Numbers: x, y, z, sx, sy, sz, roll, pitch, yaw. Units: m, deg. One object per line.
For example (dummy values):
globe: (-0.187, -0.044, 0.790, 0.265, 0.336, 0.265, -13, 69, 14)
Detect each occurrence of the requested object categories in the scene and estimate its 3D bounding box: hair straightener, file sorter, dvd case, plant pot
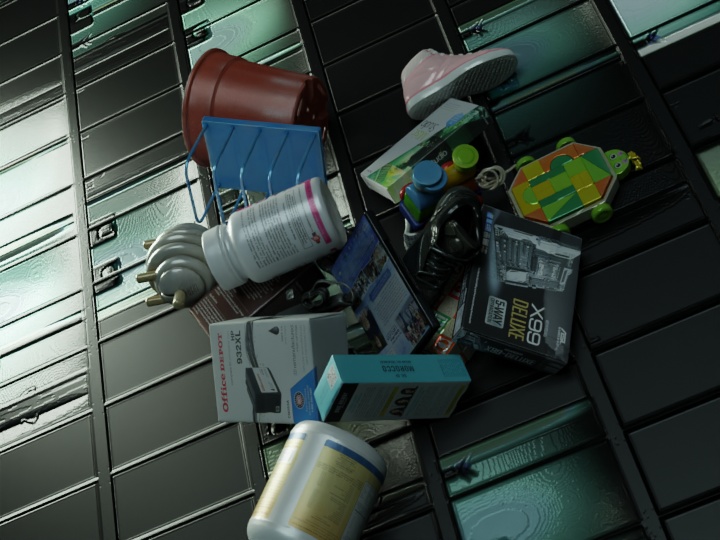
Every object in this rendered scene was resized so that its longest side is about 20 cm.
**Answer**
hair straightener: (-0.074, 0.056, 1.715, 0.199, 0.076, 0.042, -23, 50, 51)
file sorter: (-0.165, -0.145, 1.868, 0.197, 0.140, 0.124, 6, 46, 13)
dvd case: (0.032, 0.036, 1.651, 0.017, 0.143, 0.202, -13, 62, -34)
plant pot: (-0.167, -0.260, 1.968, 0.192, 0.202, 0.203, 11, 63, 21)

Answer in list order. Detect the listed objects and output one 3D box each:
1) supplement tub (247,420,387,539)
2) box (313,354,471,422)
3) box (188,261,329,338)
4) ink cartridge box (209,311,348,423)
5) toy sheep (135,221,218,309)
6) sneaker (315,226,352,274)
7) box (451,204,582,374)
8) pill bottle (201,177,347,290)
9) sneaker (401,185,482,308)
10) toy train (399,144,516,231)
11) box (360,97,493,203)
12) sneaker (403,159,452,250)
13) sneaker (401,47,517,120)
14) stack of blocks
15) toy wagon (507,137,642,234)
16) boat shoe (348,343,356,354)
supplement tub: (-0.063, 0.317, 1.544, 0.143, 0.145, 0.202, 12, 64, 30)
box: (0.043, 0.157, 1.574, 0.197, 0.083, 0.050, 2, 44, -27)
box: (-0.157, 0.041, 1.824, 0.199, 0.075, 0.100, -41, 50, -3)
ink cartridge box: (-0.115, 0.139, 1.662, 0.198, 0.083, 0.148, -5, 91, 39)
toy sheep: (-0.284, -0.004, 1.873, 0.136, 0.139, 0.202, -17, 40, 13)
sneaker: (0.000, 0.000, 1.778, 0.076, 0.079, 0.199, -49, 46, -5)
box: (0.218, 0.026, 1.622, 0.155, 0.050, 0.203, 18, 60, -8)
pill bottle: (-0.129, -0.051, 1.754, 0.197, 0.114, 0.115, -22, 51, 9)
sneaker: (0.106, -0.017, 1.608, 0.201, 0.076, 0.114, -59, 7, 10)
toy train: (0.152, -0.143, 1.703, 0.198, 0.116, 0.085, -29, 67, -16)
box: (0.101, -0.191, 1.843, 0.199, 0.036, 0.144, -41, 21, -5)
sneaker: (0.114, -0.107, 1.793, 0.075, 0.081, 0.202, 0, 57, 27)
sneaker: (0.154, -0.336, 1.930, 0.198, 0.075, 0.106, -25, 56, 13)
stack of blocks: (0.142, 0.038, 1.694, 0.114, 0.059, 0.201, 25, 71, 35)
toy wagon: (0.321, -0.133, 1.739, 0.198, 0.040, 0.157, -26, 51, 7)
boat shoe: (-0.036, 0.131, 1.711, 0.198, 0.072, 0.069, 7, 62, 37)
